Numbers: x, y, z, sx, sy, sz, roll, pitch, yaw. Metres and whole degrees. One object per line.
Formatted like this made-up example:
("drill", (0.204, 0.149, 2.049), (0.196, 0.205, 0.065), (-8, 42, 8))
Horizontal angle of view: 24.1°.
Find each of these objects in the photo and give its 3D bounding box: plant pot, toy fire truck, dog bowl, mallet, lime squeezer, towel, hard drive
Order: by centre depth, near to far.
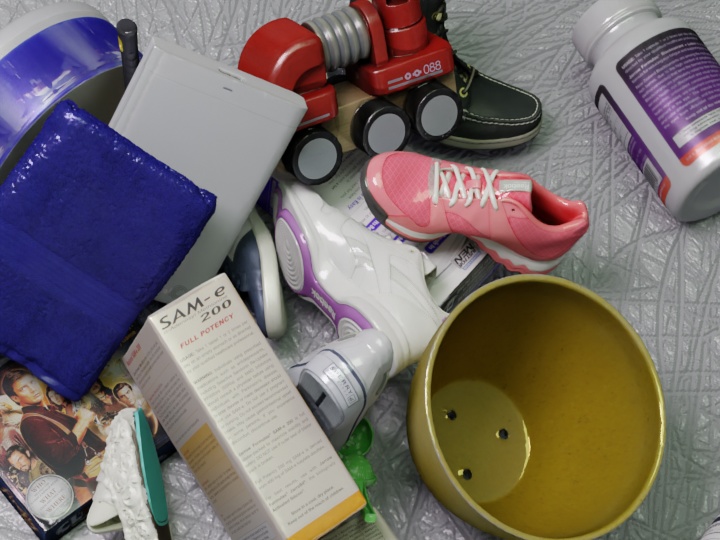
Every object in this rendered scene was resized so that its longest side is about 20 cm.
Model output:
("towel", (-0.219, -0.016, 1.276), (0.147, 0.201, 0.050), (34, 14, -19))
("plant pot", (0.113, 0.118, 1.295), (0.198, 0.142, 0.202), (7, 72, -21))
("hard drive", (-0.144, -0.070, 1.312), (0.131, 0.201, 0.026), (19, 26, -24))
("lime squeezer", (0.001, 0.137, 1.318), (0.037, 0.071, 0.201), (21, 39, -20))
("mallet", (-0.170, -0.106, 1.322), (0.041, 0.201, 0.066), (-17, 56, -14))
("toy fire truck", (-0.009, -0.186, 1.346), (0.175, 0.202, 0.129), (-20, 30, -20))
("dog bowl", (-0.255, -0.114, 1.362), (0.079, 0.201, 0.200), (42, 63, 16))

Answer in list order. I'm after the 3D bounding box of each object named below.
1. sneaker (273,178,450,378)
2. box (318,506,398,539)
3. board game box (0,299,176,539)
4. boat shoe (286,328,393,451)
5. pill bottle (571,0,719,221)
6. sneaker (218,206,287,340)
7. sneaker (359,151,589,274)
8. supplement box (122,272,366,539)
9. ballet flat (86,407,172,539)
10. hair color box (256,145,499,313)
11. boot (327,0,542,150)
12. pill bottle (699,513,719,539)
("sneaker", (0.000, 0.000, 1.360), (0.099, 0.075, 0.201), (-22, 60, -27))
("box", (0.031, 0.282, 1.245), (0.082, 0.069, 0.201), (-27, 67, -21))
("board game box", (-0.209, 0.105, 1.335), (0.199, 0.035, 0.136), (-36, 70, -25))
("boat shoe", (-0.014, 0.090, 1.267), (0.067, 0.200, 0.074), (-36, 90, -17))
("pill bottle", (0.274, -0.154, 1.510), (0.111, 0.112, 0.201), (-22, 65, -19))
("sneaker", (-0.118, -0.023, 1.408), (0.084, 0.075, 0.201), (-16, 58, -7))
("sneaker", (0.096, -0.061, 1.354), (0.198, 0.087, 0.074), (17, 60, -23))
("supplement box", (-0.090, 0.117, 1.264), (0.073, 0.126, 0.201), (-30, 85, -23))
("ballet flat", (-0.167, 0.202, 1.248), (0.071, 0.072, 0.202), (-14, 78, -15))
("hair color box", (0.019, -0.048, 1.441), (0.199, 0.065, 0.109), (37, 61, 16))
("boot", (0.072, -0.193, 1.477), (0.201, 0.155, 0.074), (13, 45, 2))
("pill bottle", (0.295, 0.250, 1.272), (0.115, 0.116, 0.200), (37, 62, 14))
